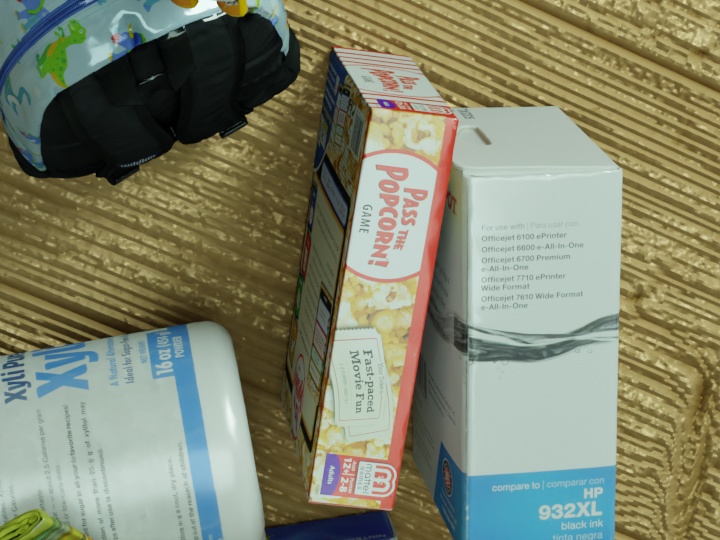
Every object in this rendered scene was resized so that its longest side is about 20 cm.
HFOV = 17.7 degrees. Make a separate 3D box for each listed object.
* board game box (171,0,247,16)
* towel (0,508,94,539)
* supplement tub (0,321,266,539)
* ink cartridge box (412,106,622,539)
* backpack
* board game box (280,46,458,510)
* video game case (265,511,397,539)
[{"bbox_3d":[-0.131,-0.202,1.015,0.199,0.201,0.026,5,150,6],"label":"board game box"},{"bbox_3d":[-0.130,0.180,1.174,0.086,0.018,0.200,-30,138,20],"label":"towel"},{"bbox_3d":[-0.156,0.105,1.193,0.199,0.132,0.132,-9,107,-6],"label":"supplement tub"},{"bbox_3d":[0.078,0.027,1.195,0.083,0.145,0.201,-3,107,-8],"label":"ink cartridge box"},{"bbox_3d":[-0.112,-0.119,1.097,0.163,0.200,0.154,-20,98,-1],"label":"backpack"},{"bbox_3d":[0.000,0.000,1.174,0.046,0.152,0.201,7,106,-10],"label":"board game box"},{"bbox_3d":[-0.070,0.239,1.290,0.199,0.045,0.182,-8,108,-6],"label":"video game case"}]
